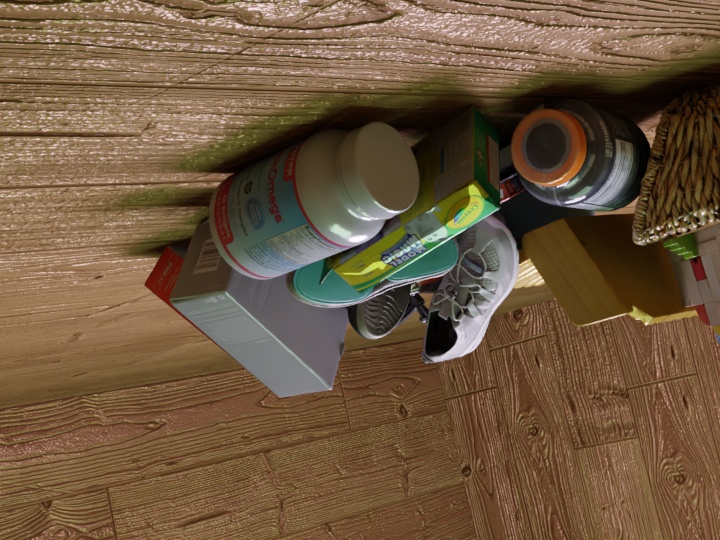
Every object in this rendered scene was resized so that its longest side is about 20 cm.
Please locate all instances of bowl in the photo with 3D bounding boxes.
[{"bbox_3d":[0.216,-0.076,1.568,0.198,0.107,0.201,-13,172,-2],"label":"bowl"}]

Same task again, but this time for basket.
[{"bbox_3d":[0.353,-0.116,1.338,0.147,0.145,0.200,-18,177,22],"label":"basket"}]

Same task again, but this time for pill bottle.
[{"bbox_3d":[-0.043,-0.066,1.160,0.199,0.110,0.108,-21,169,43],"label":"pill bottle"},{"bbox_3d":[0.219,-0.117,1.259,0.105,0.108,0.199,-17,171,27],"label":"pill bottle"}]

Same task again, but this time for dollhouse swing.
[{"bbox_3d":[0.267,0.028,1.454,0.198,0.183,0.176,-5,146,-46],"label":"dollhouse swing"}]

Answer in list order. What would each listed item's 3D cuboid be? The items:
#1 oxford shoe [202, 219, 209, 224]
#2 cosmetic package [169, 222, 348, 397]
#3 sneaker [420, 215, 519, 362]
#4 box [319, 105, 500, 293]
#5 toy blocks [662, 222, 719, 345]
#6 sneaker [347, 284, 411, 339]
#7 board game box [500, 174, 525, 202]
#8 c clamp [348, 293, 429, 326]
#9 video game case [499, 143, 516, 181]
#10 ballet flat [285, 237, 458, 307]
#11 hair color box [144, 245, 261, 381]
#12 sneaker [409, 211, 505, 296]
[{"bbox_3d":[-0.113,-0.049,1.370,0.074,0.059,0.199,-2,165,-37],"label":"oxford shoe"},{"bbox_3d":[-0.103,0.041,1.352,0.089,0.108,0.200,-10,137,32],"label":"cosmetic package"},{"bbox_3d":[0.121,0.029,1.411,0.082,0.074,0.202,-30,143,-45],"label":"sneaker"},{"bbox_3d":[0.043,-0.060,1.192,0.199,0.118,0.048,-30,124,29],"label":"box"},{"bbox_3d":[0.391,0.019,1.307,0.099,0.139,0.200,-16,176,-10],"label":"toy blocks"},{"bbox_3d":[0.000,0.000,1.444,0.105,0.202,0.075,-18,136,36],"label":"sneaker"},{"bbox_3d":[0.125,-0.070,1.284,0.102,0.020,0.200,-26,-179,20],"label":"board game box"},{"bbox_3d":[0.015,0.007,1.608,0.170,0.200,0.027,-36,164,-40],"label":"c clamp"},{"bbox_3d":[0.134,-0.095,1.401,0.199,0.024,0.181,-28,173,31],"label":"video game case"},{"bbox_3d":[0.006,-0.006,1.300,0.197,0.069,0.067,-8,-163,-24],"label":"ballet flat"},{"bbox_3d":[-0.157,0.052,1.532,0.064,0.199,0.111,-57,160,10],"label":"hair color box"},{"bbox_3d":[0.092,0.005,1.489,0.198,0.077,0.082,-25,131,0],"label":"sneaker"}]
